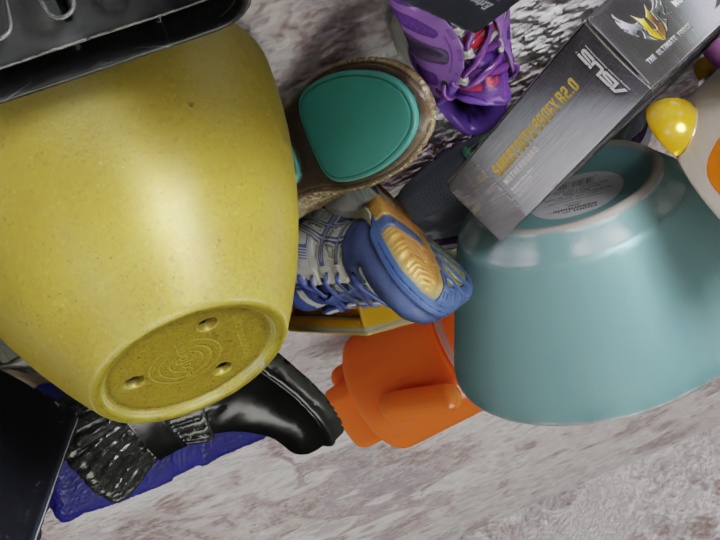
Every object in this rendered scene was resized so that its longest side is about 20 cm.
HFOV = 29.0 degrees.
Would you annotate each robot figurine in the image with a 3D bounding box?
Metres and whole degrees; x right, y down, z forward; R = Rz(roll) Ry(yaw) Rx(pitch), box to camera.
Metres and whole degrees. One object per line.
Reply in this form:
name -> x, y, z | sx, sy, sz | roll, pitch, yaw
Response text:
robot figurine -> 0.064, 0.084, 1.234 | 0.199, 0.117, 0.144 | -30, 159, 21

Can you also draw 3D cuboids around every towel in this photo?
towel -> -0.157, 0.105, 1.083 | 0.199, 0.050, 0.148 | -21, 137, -27

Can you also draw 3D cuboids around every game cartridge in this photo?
game cartridge -> 0.057, 0.009, 1.063 | 0.199, 0.033, 0.176 | -17, -175, -22

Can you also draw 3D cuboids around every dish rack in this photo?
dish rack -> -0.126, -0.140, 0.512 | 0.152, 0.055, 0.200 | -21, 161, -8

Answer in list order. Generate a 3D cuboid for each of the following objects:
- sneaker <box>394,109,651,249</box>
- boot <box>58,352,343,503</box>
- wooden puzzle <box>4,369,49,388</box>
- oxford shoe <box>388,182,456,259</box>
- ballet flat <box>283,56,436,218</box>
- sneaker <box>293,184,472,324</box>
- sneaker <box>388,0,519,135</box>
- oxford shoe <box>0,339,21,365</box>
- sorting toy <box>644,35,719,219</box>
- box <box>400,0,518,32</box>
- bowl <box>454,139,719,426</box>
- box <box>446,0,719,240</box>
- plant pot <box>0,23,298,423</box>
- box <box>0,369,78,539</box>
sneaker -> 0.106, -0.088, 0.917 | 0.199, 0.075, 0.088 | -28, 150, -15
boot -> -0.120, 0.112, 1.012 | 0.158, 0.079, 0.211 | -50, 129, -7
wooden puzzle -> -0.290, 0.145, 1.108 | 0.185, 0.047, 0.200 | -30, 160, 18
oxford shoe -> 0.106, -0.056, 1.000 | 0.199, 0.058, 0.076 | -12, 132, -10
ballet flat -> -0.014, -0.074, 0.787 | 0.065, 0.071, 0.199 | -20, -179, -42
sneaker -> 0.000, 0.000, 0.827 | 0.075, 0.200, 0.088 | 40, 95, -23
sneaker -> 0.054, -0.129, 0.701 | 0.080, 0.084, 0.200 | -24, 161, 4
oxford shoe -> -0.194, 0.020, 0.840 | 0.199, 0.058, 0.075 | -22, 159, -8
sorting toy -> 0.254, -0.129, 0.730 | 0.200, 0.107, 0.180 | -38, 165, -54
box -> 0.061, -0.194, 0.500 | 0.199, 0.105, 0.148 | -32, 159, 27
bowl -> 0.137, -0.007, 0.843 | 0.199, 0.106, 0.201 | -18, -156, 8
box -> 0.152, -0.119, 0.777 | 0.200, 0.048, 0.158 | -40, 175, -35
plant pot -> -0.109, -0.011, 0.694 | 0.199, 0.143, 0.200 | -21, 151, -12
box -> -0.301, 0.122, 0.779 | 0.199, 0.124, 0.198 | 33, 133, -22
